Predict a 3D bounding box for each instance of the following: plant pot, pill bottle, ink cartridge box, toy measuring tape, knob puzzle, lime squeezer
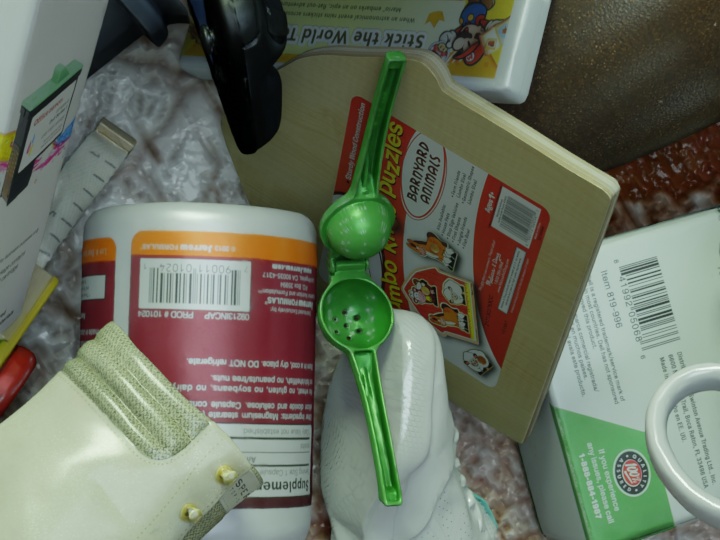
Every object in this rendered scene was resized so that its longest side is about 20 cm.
[{"bbox_3d":[0.109,-0.125,0.857,0.200,0.187,0.187,-37,94,3],"label":"plant pot"},{"bbox_3d":[-0.078,0.073,0.825,0.112,0.113,0.201,2,86,-12],"label":"pill bottle"},{"bbox_3d":[-0.198,-0.077,0.727,0.144,0.084,0.201,24,117,6],"label":"ink cartridge box"},{"bbox_3d":[-0.174,0.012,0.846,0.073,0.074,0.201,35,58,-8],"label":"toy measuring tape"},{"bbox_3d":[0.020,-0.030,0.831,0.220,0.219,0.030,50,53,-5],"label":"knob puzzle"},{"bbox_3d":[0.000,0.000,0.795,0.037,0.071,0.201,0,100,-4],"label":"lime squeezer"},{"bbox_3d":[0.177,0.044,0.896,0.199,0.083,0.148,-15,90,-13],"label":"ink cartridge box"}]

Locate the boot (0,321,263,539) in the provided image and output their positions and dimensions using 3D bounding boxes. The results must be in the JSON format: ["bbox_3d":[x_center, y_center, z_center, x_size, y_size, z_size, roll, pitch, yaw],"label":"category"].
[{"bbox_3d":[-0.096,0.138,0.719,0.154,0.072,0.200,-37,88,-17],"label":"boot"}]

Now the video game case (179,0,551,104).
[{"bbox_3d":[0.013,-0.174,0.834,0.023,0.199,0.183,25,77,-52],"label":"video game case"}]

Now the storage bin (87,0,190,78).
[{"bbox_3d":[-0.194,-0.145,0.809,0.134,0.146,0.200,-45,96,-1],"label":"storage bin"}]

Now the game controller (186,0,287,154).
[{"bbox_3d":[-0.075,-0.151,0.808,0.042,0.105,0.201,-10,56,-15],"label":"game controller"}]

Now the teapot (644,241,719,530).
[{"bbox_3d":[0.230,0.013,0.793,0.145,0.200,0.199,22,105,24],"label":"teapot"}]

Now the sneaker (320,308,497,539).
[{"bbox_3d":[0.032,0.115,0.868,0.088,0.075,0.201,-3,104,-28],"label":"sneaker"}]
